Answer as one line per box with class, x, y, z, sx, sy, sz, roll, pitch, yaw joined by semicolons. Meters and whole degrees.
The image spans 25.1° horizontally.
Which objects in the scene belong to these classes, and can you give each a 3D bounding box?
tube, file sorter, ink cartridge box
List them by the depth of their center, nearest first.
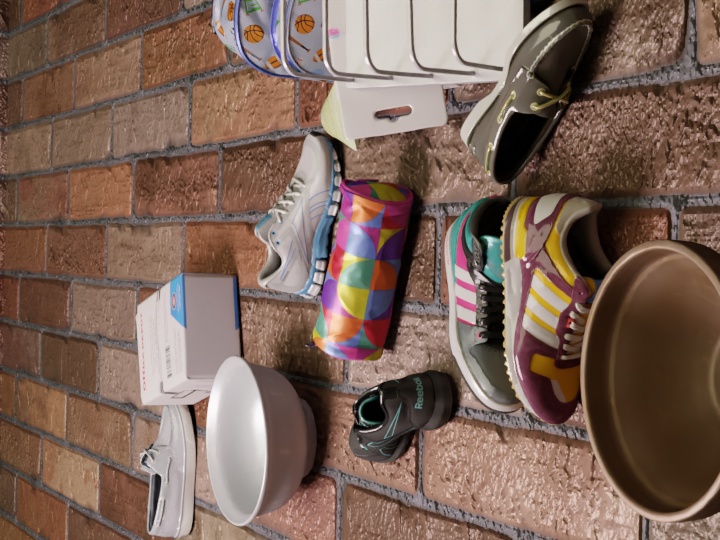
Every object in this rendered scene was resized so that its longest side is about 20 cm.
file sorter;0.040;-0.242;1.473;0.199;0.124;0.140;1;93;35
ink cartridge box;0.032;-0.234;1.602;0.116;0.067;0.202;-7;89;20
tube;-0.015;-0.164;1.718;0.052;0.058;0.200;-56;3;3
ink cartridge box;-0.238;0.097;2.222;0.200;0.084;0.147;151;118;-62

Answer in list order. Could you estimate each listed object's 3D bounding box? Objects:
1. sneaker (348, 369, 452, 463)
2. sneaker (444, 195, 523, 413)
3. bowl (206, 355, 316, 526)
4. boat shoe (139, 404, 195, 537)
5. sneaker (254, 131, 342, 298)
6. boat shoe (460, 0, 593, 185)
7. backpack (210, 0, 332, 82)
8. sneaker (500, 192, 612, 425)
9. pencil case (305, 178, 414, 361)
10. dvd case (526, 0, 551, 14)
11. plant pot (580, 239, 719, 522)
sneaker;0.021;0.148;1.679;0.200;0.079;0.076;134;132;-57
sneaker;0.131;0.017;1.455;0.121;0.083;0.201;119;145;-60
bowl;-0.111;0.203;1.944;0.201;0.090;0.203;-5;84;64
boat shoe;-0.279;0.282;2.318;0.070;0.071;0.203;173;97;-64
sneaker;-0.078;-0.064;1.890;0.075;0.086;0.202;-144;60;-62
boat shoe;0.154;-0.156;1.421;0.061;0.072;0.202;65;145;26
backpack;-0.058;-0.286;1.731;0.154;0.189;0.202;-139;54;-61
sneaker;0.173;0.036;1.367;0.090;0.075;0.202;1;104;42
pencil case;0.000;0.000;1.727;0.088;0.088;0.201;48;129;55
dvd case;0.167;-0.353;1.458;0.143;0.017;0.201;133;131;-56
plant pot;0.252;0.079;1.177;0.201;0.092;0.203;180;90;-65
